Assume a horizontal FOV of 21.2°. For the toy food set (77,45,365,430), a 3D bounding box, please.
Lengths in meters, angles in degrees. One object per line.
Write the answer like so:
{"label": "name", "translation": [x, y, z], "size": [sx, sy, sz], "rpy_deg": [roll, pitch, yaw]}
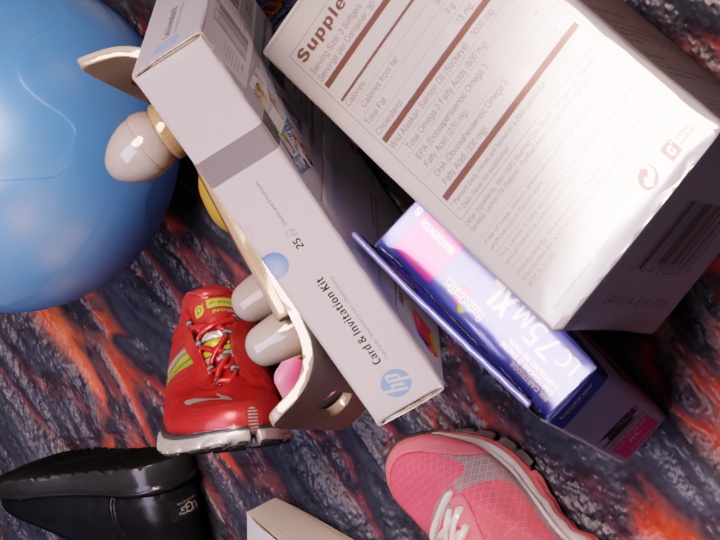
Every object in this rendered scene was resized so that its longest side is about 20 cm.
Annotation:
{"label": "toy food set", "translation": [-0.064, -0.013, 0.955], "size": [0.060, 0.143, 0.201], "rpy_deg": [-30, 78, 9]}

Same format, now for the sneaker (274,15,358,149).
{"label": "sneaker", "translation": [-0.040, -0.138, 1.042], "size": [0.073, 0.071, 0.201], "rpy_deg": [7, 113, 45]}

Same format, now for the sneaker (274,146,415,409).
{"label": "sneaker", "translation": [0.000, 0.000, 1.047], "size": [0.079, 0.095, 0.201], "rpy_deg": [37, 131, 32]}

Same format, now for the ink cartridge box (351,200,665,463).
{"label": "ink cartridge box", "translation": [0.076, 0.029, 0.917], "size": [0.042, 0.200, 0.119], "rpy_deg": [-47, 68, 7]}

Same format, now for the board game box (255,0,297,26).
{"label": "board game box", "translation": [-0.073, -0.227, 1.008], "size": [0.135, 0.034, 0.201], "rpy_deg": [-39, 65, 34]}

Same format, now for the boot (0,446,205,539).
{"label": "boot", "translation": [-0.170, 0.211, 1.342], "size": [0.200, 0.076, 0.169], "rpy_deg": [-7, 99, 42]}

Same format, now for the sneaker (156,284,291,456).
{"label": "sneaker", "translation": [-0.087, 0.054, 1.128], "size": [0.200, 0.077, 0.085], "rpy_deg": [-130, 35, -74]}

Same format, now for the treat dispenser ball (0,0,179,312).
{"label": "treat dispenser ball", "translation": [-0.208, -0.076, 1.156], "size": [0.200, 0.200, 0.202], "rpy_deg": [23, 124, 39]}

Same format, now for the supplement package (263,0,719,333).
{"label": "supplement package", "translation": [0.077, -0.078, 0.882], "size": [0.200, 0.117, 0.117], "rpy_deg": [45, 109, 24]}

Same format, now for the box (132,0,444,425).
{"label": "box", "translation": [-0.030, -0.045, 0.916], "size": [0.041, 0.156, 0.200], "rpy_deg": [-31, 110, 12]}

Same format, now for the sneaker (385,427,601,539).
{"label": "sneaker", "translation": [0.076, 0.155, 1.043], "size": [0.200, 0.087, 0.074], "rpy_deg": [36, 130, 31]}

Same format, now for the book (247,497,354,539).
{"label": "book", "translation": [-0.021, 0.260, 1.236], "size": [0.133, 0.048, 0.201], "rpy_deg": [28, 129, 41]}
